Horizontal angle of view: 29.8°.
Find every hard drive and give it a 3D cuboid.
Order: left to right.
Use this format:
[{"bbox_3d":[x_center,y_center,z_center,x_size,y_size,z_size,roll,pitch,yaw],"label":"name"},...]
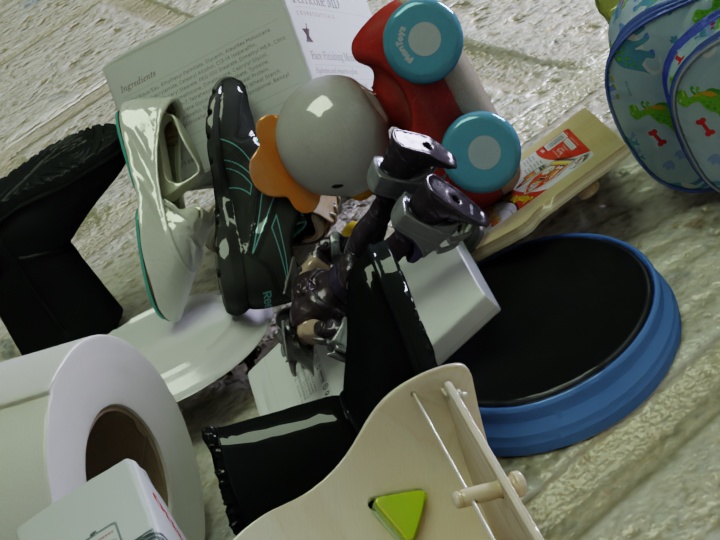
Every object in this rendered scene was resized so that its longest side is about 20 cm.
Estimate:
[{"bbox_3d":[0.004,0.053,0.990,0.200,0.027,0.132,-44,34,14],"label":"hard drive"}]

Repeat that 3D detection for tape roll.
[{"bbox_3d":[-0.210,0.157,0.906,0.137,0.204,0.204,-16,33,18],"label":"tape roll"}]

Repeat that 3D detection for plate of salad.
[{"bbox_3d":[-0.162,0.077,1.135,0.197,0.049,0.201,-18,23,8],"label":"plate of salad"}]

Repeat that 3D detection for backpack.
[{"bbox_3d":[0.281,-0.146,0.992,0.198,0.184,0.148,-17,31,25],"label":"backpack"}]

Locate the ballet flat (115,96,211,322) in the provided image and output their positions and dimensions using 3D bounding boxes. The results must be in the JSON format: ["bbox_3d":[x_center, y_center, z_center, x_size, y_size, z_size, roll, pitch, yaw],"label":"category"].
[{"bbox_3d":[-0.161,-0.060,1.147,0.069,0.069,0.203,-18,72,14],"label":"ballet flat"}]

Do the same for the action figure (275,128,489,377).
[{"bbox_3d":[0.000,0.000,0.963,0.200,0.069,0.131,-48,37,31],"label":"action figure"}]

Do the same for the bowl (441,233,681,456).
[{"bbox_3d":[0.127,0.046,0.967,0.198,0.040,0.202,-20,32,13],"label":"bowl"}]

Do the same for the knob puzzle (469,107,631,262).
[{"bbox_3d":[0.123,-0.048,1.093,0.218,0.031,0.220,-36,13,10],"label":"knob puzzle"}]

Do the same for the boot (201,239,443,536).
[{"bbox_3d":[-0.023,0.093,0.870,0.160,0.200,0.074,-18,28,1],"label":"boot"}]

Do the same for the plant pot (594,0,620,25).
[{"bbox_3d":[0.297,-0.232,1.121,0.183,0.201,0.201,-32,30,12],"label":"plant pot"}]

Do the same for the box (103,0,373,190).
[{"bbox_3d":[-0.094,-0.169,1.263,0.198,0.132,0.198,-21,-2,25],"label":"box"}]

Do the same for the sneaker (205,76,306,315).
[{"bbox_3d":[-0.087,-0.064,1.127,0.078,0.203,0.075,-6,-11,-2],"label":"sneaker"}]

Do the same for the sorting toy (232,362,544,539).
[{"bbox_3d":[0.018,0.171,0.757,0.178,0.108,0.201,-16,35,-10],"label":"sorting toy"}]

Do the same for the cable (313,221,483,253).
[{"bbox_3d":[0.013,-0.008,1.078,0.098,0.050,0.199,-53,18,-25],"label":"cable"}]

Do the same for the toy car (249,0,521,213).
[{"bbox_3d":[0.010,-0.102,1.083,0.198,0.179,0.184,-28,4,4],"label":"toy car"}]

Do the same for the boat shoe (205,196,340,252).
[{"bbox_3d":[-0.054,-0.055,1.235,0.199,0.076,0.072,-34,68,-31],"label":"boat shoe"}]

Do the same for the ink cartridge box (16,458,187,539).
[{"bbox_3d":[-0.106,0.218,0.719,0.082,0.148,0.200,-29,29,-6],"label":"ink cartridge box"}]

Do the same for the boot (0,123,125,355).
[{"bbox_3d":[-0.261,-0.020,1.232,0.198,0.169,0.077,-30,30,4],"label":"boot"}]
